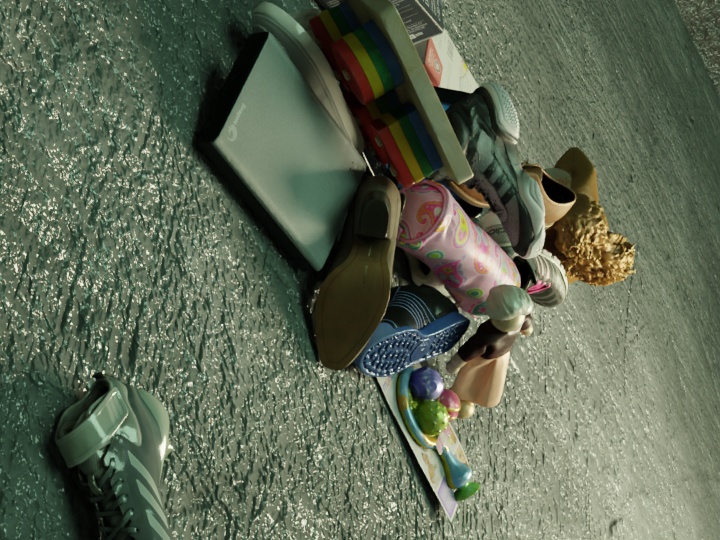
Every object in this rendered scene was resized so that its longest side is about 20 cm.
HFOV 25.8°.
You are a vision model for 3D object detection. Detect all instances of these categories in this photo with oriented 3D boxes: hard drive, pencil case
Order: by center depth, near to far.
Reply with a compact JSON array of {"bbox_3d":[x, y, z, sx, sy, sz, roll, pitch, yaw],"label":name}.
[{"bbox_3d":[-0.075,-0.115,1.553,0.200,0.033,0.141,51,51,-40],"label":"hard drive"},{"bbox_3d":[0.106,-0.020,1.754,0.200,0.087,0.088,44,37,-48],"label":"pencil case"}]

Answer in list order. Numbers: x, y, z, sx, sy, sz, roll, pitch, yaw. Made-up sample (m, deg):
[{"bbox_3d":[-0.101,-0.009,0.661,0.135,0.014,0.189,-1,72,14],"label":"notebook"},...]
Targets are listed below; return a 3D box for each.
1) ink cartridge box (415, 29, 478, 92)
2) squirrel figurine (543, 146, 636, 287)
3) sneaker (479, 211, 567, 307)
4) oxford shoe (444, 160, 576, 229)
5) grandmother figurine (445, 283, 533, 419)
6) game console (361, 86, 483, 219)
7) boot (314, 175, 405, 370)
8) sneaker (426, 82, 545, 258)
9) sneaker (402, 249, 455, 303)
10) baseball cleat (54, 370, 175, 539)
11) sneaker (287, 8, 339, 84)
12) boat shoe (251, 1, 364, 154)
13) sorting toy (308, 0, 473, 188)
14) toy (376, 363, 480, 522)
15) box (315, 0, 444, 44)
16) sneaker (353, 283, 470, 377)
[{"bbox_3d":[0.108,-0.217,2.036,0.201,0.067,0.117,54,30,-33],"label":"ink cartridge box"},{"bbox_3d":[0.295,-0.042,2.224,0.200,0.140,0.188,49,-22,47],"label":"squirrel figurine"},{"bbox_3d":[0.219,0.005,2.132,0.200,0.073,0.088,47,38,-42],"label":"sneaker"},{"bbox_3d":[0.170,-0.110,1.834,0.198,0.071,0.072,19,54,-35],"label":"oxford shoe"},{"bbox_3d":[0.153,0.085,1.784,0.060,0.201,0.121,41,56,20],"label":"grandmother figurine"},{"bbox_3d":[0.065,-0.177,1.842,0.173,0.117,0.202,62,23,-48],"label":"game console"},{"bbox_3d":[0.000,0.000,1.637,0.146,0.069,0.202,-113,-138,-88],"label":"boot"},{"bbox_3d":[0.131,-0.100,1.753,0.075,0.113,0.203,-174,-113,-73],"label":"sneaker"},{"bbox_3d":[0.089,-0.059,1.868,0.088,0.080,0.203,28,49,-60],"label":"sneaker"},{"bbox_3d":[-0.183,0.168,1.147,0.106,0.069,0.202,38,32,-43],"label":"baseball cleat"},{"bbox_3d":[-0.033,-0.242,1.747,0.199,0.075,0.090,-18,96,-56],"label":"sneaker"},{"bbox_3d":[-0.068,-0.181,1.630,0.069,0.072,0.201,-45,130,-23],"label":"boat shoe"},{"bbox_3d":[0.018,-0.191,1.623,0.200,0.069,0.200,63,-4,-26],"label":"sorting toy"},{"bbox_3d":[0.086,0.163,1.751,0.202,0.047,0.115,67,24,-16],"label":"toy"},{"bbox_3d":[0.007,-0.375,1.870,0.200,0.106,0.150,38,42,-52],"label":"box"},{"bbox_3d":[0.038,0.059,1.705,0.078,0.071,0.199,43,26,23],"label":"sneaker"}]
